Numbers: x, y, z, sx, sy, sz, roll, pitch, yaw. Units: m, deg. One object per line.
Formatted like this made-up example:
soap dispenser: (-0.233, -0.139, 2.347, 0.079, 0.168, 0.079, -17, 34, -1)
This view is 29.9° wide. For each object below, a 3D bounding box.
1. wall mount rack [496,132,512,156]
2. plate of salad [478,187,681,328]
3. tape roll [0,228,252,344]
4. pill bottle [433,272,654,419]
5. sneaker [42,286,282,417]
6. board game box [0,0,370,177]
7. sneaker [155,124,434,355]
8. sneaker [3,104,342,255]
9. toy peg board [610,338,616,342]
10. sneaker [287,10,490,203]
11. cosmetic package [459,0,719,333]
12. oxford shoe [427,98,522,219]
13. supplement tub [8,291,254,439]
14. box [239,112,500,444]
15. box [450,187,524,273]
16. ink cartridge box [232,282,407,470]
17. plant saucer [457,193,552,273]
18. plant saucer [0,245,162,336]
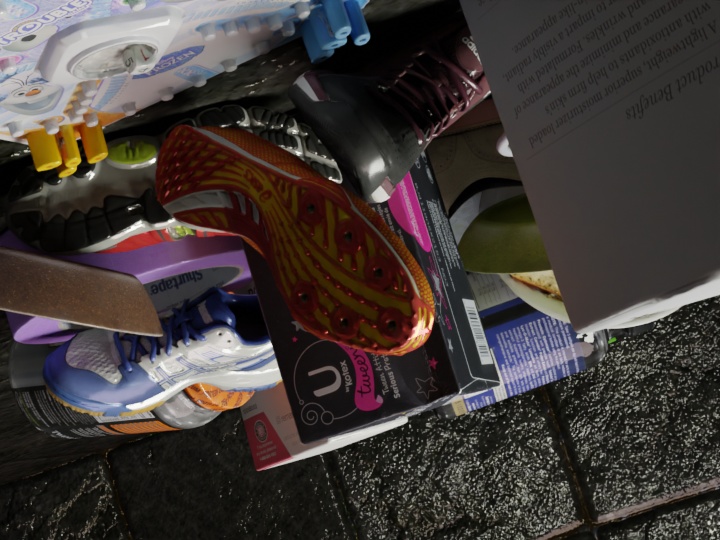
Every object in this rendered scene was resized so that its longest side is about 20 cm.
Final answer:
wall mount rack: (0.172, -0.132, 0.884, 0.198, 0.075, 0.174, -18, 169, -1)
plate of salad: (0.196, -0.047, 1.096, 0.199, 0.201, 0.048, -18, 151, -6)
tape roll: (-0.158, -0.010, 0.962, 0.199, 0.066, 0.200, -17, 172, -3)
pill bottle: (0.141, 0.043, 1.145, 0.199, 0.113, 0.112, -20, 172, 2)
sneaker: (-0.132, 0.047, 0.985, 0.199, 0.076, 0.088, -10, 145, -32)
board game box: (-0.112, -0.096, 0.616, 0.199, 0.026, 0.200, -21, 172, 18)
sneaker: (-0.024, -0.025, 0.692, 0.077, 0.200, 0.073, -1, 122, -45)
sneaker: (-0.112, -0.050, 0.809, 0.198, 0.078, 0.085, -6, 175, -11)
toy peg board: (0.145, 0.056, 1.318, 0.199, 0.099, 0.199, -24, 173, 28)
sneaker: (0.029, -0.101, 0.718, 0.115, 0.076, 0.200, -36, -173, 7)
cosmetic package: (0.173, -0.098, 0.624, 0.164, 0.202, 0.165, -13, 171, -31)
oxford shoe: (0.033, -0.064, 0.994, 0.199, 0.074, 0.071, -19, 172, 5)
supplement tub: (-0.187, 0.075, 1.134, 0.199, 0.124, 0.122, -9, 178, 32)
box: (0.000, 0.000, 0.893, 0.114, 0.202, 0.132, -19, 172, 16)
box: (0.076, -0.033, 1.240, 0.175, 0.097, 0.200, -21, 173, -2)
ink cartridge box: (-0.053, 0.055, 1.154, 0.082, 0.202, 0.146, -11, 169, -32)
plant saucer: (0.161, -0.039, 0.966, 0.198, 0.031, 0.200, -12, -169, 2)
plant saucer: (-0.208, 0.002, 0.772, 0.198, 0.035, 0.200, 11, 177, 1)
